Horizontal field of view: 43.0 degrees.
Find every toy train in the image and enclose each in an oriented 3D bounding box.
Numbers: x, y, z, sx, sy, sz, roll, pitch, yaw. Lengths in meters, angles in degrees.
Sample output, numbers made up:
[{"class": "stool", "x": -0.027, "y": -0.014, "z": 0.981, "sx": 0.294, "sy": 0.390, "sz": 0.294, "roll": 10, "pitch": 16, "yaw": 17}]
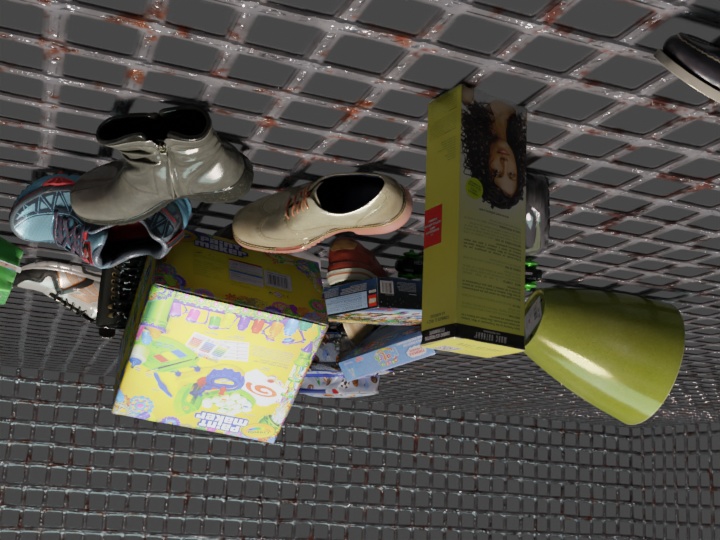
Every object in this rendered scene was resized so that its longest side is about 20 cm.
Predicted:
[{"class": "toy train", "x": 0.142, "y": 0.000, "z": 1.212, "sx": 0.197, "sy": 0.042, "sz": 0.056, "roll": 4, "pitch": 177, "yaw": -3}]

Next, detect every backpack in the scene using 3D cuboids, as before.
[{"class": "backpack", "x": -0.050, "y": 0.159, "z": 1.697, "sx": 0.188, "sy": 0.157, "sz": 0.199, "roll": 6, "pitch": 174, "yaw": 37}]

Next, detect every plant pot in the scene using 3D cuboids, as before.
[{"class": "plant pot", "x": 0.337, "y": 0.102, "z": 1.345, "sx": 0.198, "sy": 0.190, "sz": 0.187, "roll": 21, "pitch": 163, "yaw": -9}]

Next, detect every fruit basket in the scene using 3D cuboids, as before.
[{"class": "fruit basket", "x": -0.562, "y": -0.012, "z": 1.226, "sx": 0.197, "sy": 0.095, "sz": 0.185, "roll": 13, "pitch": 164, "yaw": -23}]

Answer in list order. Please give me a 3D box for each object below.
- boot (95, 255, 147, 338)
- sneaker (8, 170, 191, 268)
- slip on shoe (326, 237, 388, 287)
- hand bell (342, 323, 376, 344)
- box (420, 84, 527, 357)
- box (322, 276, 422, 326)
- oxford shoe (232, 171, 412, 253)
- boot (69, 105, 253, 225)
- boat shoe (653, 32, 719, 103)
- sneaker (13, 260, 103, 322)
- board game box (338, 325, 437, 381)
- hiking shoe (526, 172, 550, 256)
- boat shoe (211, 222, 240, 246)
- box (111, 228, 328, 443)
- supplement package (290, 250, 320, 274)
[{"class": "boot", "x": -0.274, "y": 0.000, "z": 1.099, "sx": 0.076, "sy": 0.141, "sz": 0.200, "roll": 9, "pitch": 164, "yaw": -19}, {"class": "sneaker", "x": -0.283, "y": -0.048, "z": 0.964, "sx": 0.197, "sy": 0.096, "sz": 0.080, "roll": -3, "pitch": 134, "yaw": 6}, {"class": "slip on shoe", "x": 0.000, "y": 0.000, "z": 1.201, "sx": 0.073, "sy": 0.062, "sz": 0.200, "roll": -7, "pitch": 169, "yaw": 12}, {"class": "hand bell", "x": 0.074, "y": 0.035, "z": 1.319, "sx": 0.197, "sy": 0.106, "sz": 0.104, "roll": -14, "pitch": 162, "yaw": 16}, {"class": "box", "x": 0.090, "y": -0.038, "z": 0.722, "sx": 0.074, "sy": 0.203, "sz": 0.050, "roll": 10, "pitch": 165, "yaw": -31}, {"class": "box", "x": 0.046, "y": 0.043, "z": 1.169, "sx": 0.198, "sy": 0.038, "sz": 0.136, "roll": 6, "pitch": 167, "yaw": -42}, {"class": "oxford shoe", "x": -0.050, "y": -0.068, "z": 0.933, "sx": 0.197, "sy": 0.072, "sz": 0.074, "roll": -12, "pitch": 157, "yaw": 17}, {"class": "boot", "x": -0.206, "y": -0.104, "z": 0.843, "sx": 0.197, "sy": 0.069, "sz": 0.131, "roll": -9, "pitch": 159, "yaw": 16}, {"class": "boat shoe", "x": 0.293, "y": -0.136, "z": 0.621, "sx": 0.197, "sy": 0.073, "sz": 0.063, "roll": 13, "pitch": 121, "yaw": -15}, {"class": "sneaker", "x": -0.435, "y": 0.035, "z": 1.411, "sx": 0.197, "sy": 0.081, "sz": 0.074, "roll": 10, "pitch": 167, "yaw": -18}, {"class": "board game box", "x": 0.074, "y": 0.093, "z": 1.347, "sx": 0.150, "sy": 0.037, "sz": 0.200, "roll": -21, "pitch": -174, "yaw": 29}, {"class": "hiking shoe", "x": 0.130, "y": -0.048, "z": 0.934, "sx": 0.099, "sy": 0.077, "sz": 0.200, "roll": 2, "pitch": 167, "yaw": -7}, {"class": "boat shoe", "x": -0.187, "y": 0.004, "z": 1.137, "sx": 0.199, "sy": 0.077, "sz": 0.072, "roll": -26, "pitch": -168, "yaw": 37}, {"class": "box", "x": -0.165, "y": 0.076, "z": 1.062, "sx": 0.197, "sy": 0.123, "sz": 0.194, "roll": 15, "pitch": 122, "yaw": -19}, {"class": "supplement package", "x": -0.166, "y": 0.025, "z": 1.234, "sx": 0.197, "sy": 0.111, "sz": 0.114, "roll": -2, "pitch": 164, "yaw": 22}]
